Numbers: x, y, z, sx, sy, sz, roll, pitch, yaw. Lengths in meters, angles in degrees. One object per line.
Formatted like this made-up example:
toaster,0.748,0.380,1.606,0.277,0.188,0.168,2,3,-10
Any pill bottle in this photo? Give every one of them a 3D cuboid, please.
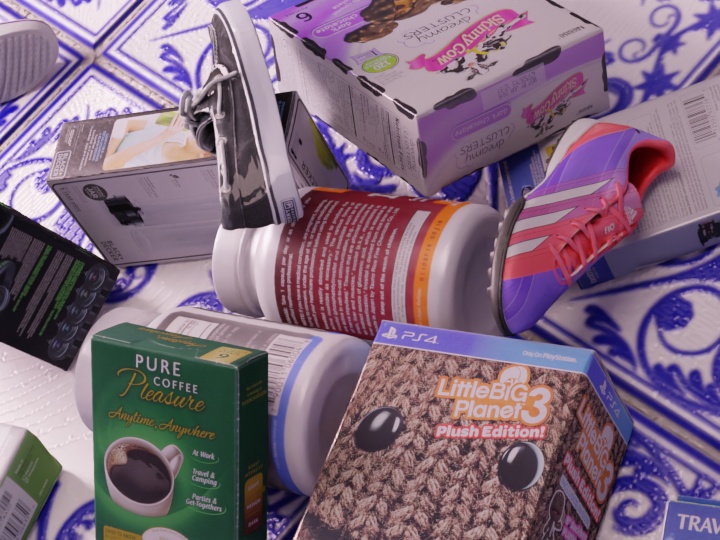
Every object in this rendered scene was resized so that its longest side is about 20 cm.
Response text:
pill bottle,0.000,0.000,1.514,0.199,0.113,0.113,7,60,29
pill bottle,-0.094,0.087,1.496,0.199,0.114,0.114,9,61,31

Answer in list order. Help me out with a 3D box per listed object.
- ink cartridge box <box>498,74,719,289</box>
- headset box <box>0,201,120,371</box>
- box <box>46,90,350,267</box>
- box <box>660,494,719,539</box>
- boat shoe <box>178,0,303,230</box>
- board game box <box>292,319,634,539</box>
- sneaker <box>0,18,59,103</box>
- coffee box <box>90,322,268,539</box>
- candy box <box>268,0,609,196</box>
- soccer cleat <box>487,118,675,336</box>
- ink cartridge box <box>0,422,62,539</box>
ink cartridge box,0.203,-0.061,1.511,0.199,0.042,0.120,-18,51,10
headset box,-0.306,-0.017,1.624,0.174,0.200,0.093,27,87,38
box,-0.120,-0.066,1.620,0.199,0.117,0.060,-6,52,23
box,0.230,0.220,1.274,0.122,0.048,0.200,7,59,14
boat shoe,-0.092,-0.109,1.512,0.068,0.074,0.200,-13,59,-3
board game box,0.064,0.149,1.386,0.159,0.097,0.200,7,60,29
sneaker,-0.355,-0.192,1.852,0.200,0.073,0.115,-20,47,11
coffee box,-0.120,0.142,1.431,0.123,0.201,0.044,9,18,30
candy box,0.057,-0.153,1.576,0.167,0.072,0.200,-26,39,-23
soccer cleat,0.145,-0.031,1.426,0.073,0.068,0.200,7,42,27
ink cartridge box,-0.332,0.159,1.593,0.199,0.059,0.104,9,61,30
